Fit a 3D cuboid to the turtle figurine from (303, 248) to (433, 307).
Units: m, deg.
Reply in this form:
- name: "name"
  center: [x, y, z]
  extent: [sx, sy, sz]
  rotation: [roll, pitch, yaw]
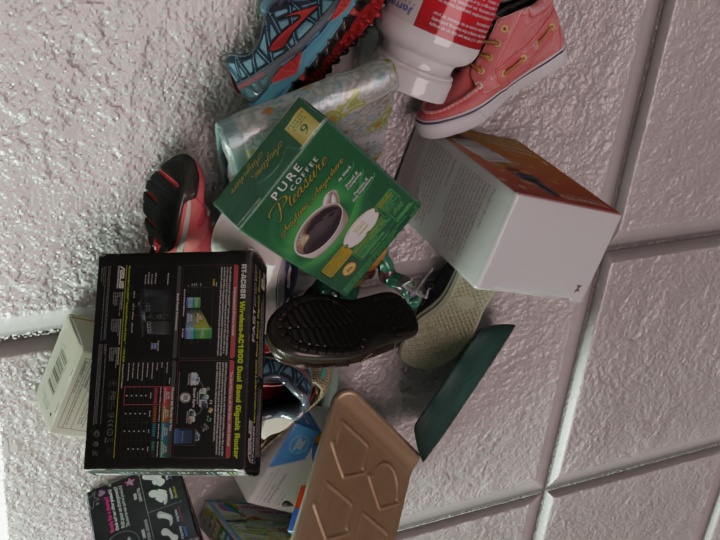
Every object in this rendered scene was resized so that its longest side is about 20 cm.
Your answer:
- name: "turtle figurine"
  center: [0.000, 0.000, 1.119]
  extent: [0.148, 0.101, 0.201]
  rotation: [23, 118, -30]

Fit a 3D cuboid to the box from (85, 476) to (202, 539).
- name: "box"
  center: [-0.228, 0.345, 1.171]
  extent: [0.113, 0.132, 0.202]
  rotation: [-18, 126, -12]

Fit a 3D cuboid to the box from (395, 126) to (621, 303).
- name: "box"
  center: [0.149, -0.066, 1.097]
  extent: [0.150, 0.200, 0.108]
  rotation: [8, 114, -33]

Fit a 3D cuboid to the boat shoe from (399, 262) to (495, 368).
- name: "boat shoe"
  center: [0.110, 0.039, 1.224]
  extent: [0.074, 0.063, 0.201]
  rotation: [24, 122, -11]

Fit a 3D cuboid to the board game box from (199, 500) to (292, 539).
- name: "board game box"
  center: [-0.080, 0.328, 1.243]
  extent: [0.198, 0.134, 0.035]
  rotation: [12, 100, -34]

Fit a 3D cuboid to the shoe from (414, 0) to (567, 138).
- name: "shoe"
  center: [0.131, -0.224, 1.081]
  extent: [0.199, 0.071, 0.092]
  rotation: [-33, 128, -15]

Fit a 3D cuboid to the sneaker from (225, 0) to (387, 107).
- name: "sneaker"
  center: [-0.050, -0.236, 0.950]
  extent: [0.096, 0.079, 0.200]
  rotation: [44, 101, 4]

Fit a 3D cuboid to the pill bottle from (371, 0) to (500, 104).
- name: "pill bottle"
  center: [0.081, -0.272, 0.993]
  extent: [0.111, 0.112, 0.202]
  rotation: [10, 112, -33]

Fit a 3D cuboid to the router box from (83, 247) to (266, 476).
- name: "router box"
  center: [-0.165, 0.084, 0.935]
  extent: [0.147, 0.204, 0.062]
  rotation: [-1, 166, 8]

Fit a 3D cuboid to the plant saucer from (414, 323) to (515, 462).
- name: "plant saucer"
  center: [0.119, 0.140, 1.251]
  extent: [0.201, 0.036, 0.200]
  rotation: [-54, 172, -11]

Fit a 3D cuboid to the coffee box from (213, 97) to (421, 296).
- name: "coffee box"
  center: [-0.033, -0.061, 0.934]
  extent: [0.123, 0.044, 0.199]
  rotation: [-50, 147, 5]

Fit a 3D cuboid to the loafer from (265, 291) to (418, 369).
- name: "loafer"
  center: [-0.022, 0.071, 1.030]
  extent: [0.198, 0.074, 0.071]
  rotation: [-1, 145, -47]

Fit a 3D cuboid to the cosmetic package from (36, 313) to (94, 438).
- name: "cosmetic package"
  center: [-0.225, 0.124, 1.080]
  extent: [0.198, 0.073, 0.105]
  rotation: [17, 108, -36]

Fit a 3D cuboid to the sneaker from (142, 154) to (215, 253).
- name: "sneaker"
  center: [-0.168, -0.031, 1.034]
  extent: [0.086, 0.074, 0.203]
  rotation: [-14, 131, -34]

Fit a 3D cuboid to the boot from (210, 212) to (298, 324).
- name: "boot"
  center: [-0.101, -0.018, 1.037]
  extent: [0.072, 0.091, 0.202]
  rotation: [17, 138, 8]

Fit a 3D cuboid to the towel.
- name: "towel"
  center: [-0.054, -0.123, 0.983]
  extent: [0.169, 0.049, 0.200]
  rotation: [-27, 168, -12]

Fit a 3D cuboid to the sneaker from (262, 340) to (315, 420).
- name: "sneaker"
  center: [-0.139, 0.115, 1.001]
  extent: [0.197, 0.096, 0.080]
  rotation: [-6, 124, -16]

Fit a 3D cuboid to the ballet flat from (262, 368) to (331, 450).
- name: "ballet flat"
  center: [-0.111, 0.168, 1.142]
  extent: [0.200, 0.076, 0.068]
  rotation: [-41, 108, 19]

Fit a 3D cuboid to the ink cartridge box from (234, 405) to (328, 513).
- name: "ink cartridge box"
  center: [-0.044, 0.238, 1.255]
  extent: [0.198, 0.067, 0.117]
  rotation: [24, 104, -37]

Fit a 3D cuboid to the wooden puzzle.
- name: "wooden puzzle"
  center: [-0.014, 0.265, 1.177]
  extent: [0.185, 0.046, 0.202]
  rotation: [48, 52, -41]
